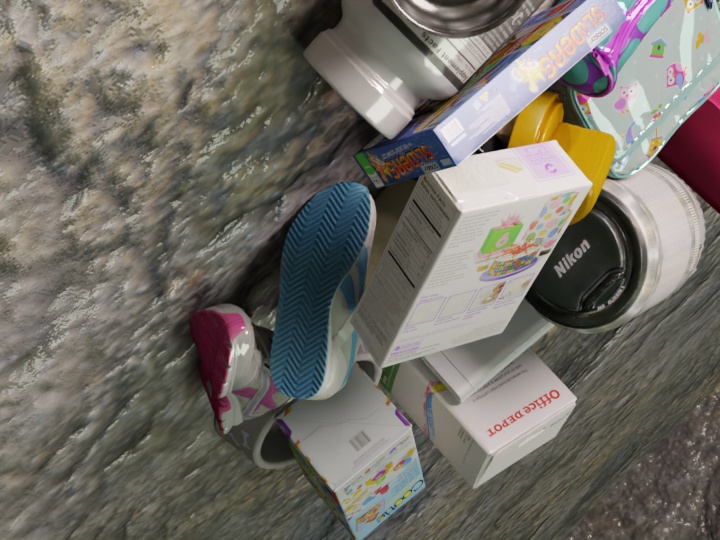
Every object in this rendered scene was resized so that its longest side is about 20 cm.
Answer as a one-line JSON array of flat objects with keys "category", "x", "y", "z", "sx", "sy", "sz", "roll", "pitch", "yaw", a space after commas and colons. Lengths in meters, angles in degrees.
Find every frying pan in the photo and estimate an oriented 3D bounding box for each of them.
[{"category": "frying pan", "x": 0.030, "y": -0.217, "z": 0.875, "sx": 0.189, "sy": 0.031, "sz": 0.116, "roll": 3, "pitch": 110, "yaw": -12}]

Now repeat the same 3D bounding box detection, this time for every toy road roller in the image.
[{"category": "toy road roller", "x": 0.151, "y": -0.075, "z": 1.210, "sx": 0.201, "sy": 0.145, "sz": 0.123, "roll": 91, "pitch": 23, "yaw": -45}]

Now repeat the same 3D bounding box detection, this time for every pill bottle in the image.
[{"category": "pill bottle", "x": 0.058, "y": -0.201, "z": 0.967, "sx": 0.200, "sy": 0.116, "sz": 0.116, "roll": -46, "pitch": 156, "yaw": 9}]

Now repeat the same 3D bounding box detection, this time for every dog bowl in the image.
[{"category": "dog bowl", "x": -0.060, "y": 0.135, "z": 1.414, "sx": 0.200, "sy": 0.059, "sz": 0.200, "roll": -35, "pitch": 155, "yaw": -19}]

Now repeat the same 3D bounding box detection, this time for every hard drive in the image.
[{"category": "hard drive", "x": 0.147, "y": 0.037, "z": 1.474, "sx": 0.200, "sy": 0.132, "sz": 0.027, "roll": -39, "pitch": 156, "yaw": -9}]

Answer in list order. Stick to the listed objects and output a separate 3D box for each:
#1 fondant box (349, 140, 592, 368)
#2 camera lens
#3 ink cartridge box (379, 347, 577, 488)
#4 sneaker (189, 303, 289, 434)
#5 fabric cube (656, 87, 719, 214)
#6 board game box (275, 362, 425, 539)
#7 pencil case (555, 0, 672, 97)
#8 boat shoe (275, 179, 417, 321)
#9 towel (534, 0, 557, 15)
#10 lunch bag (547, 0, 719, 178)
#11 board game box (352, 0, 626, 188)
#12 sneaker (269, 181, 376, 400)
[{"category": "fondant box", "x": 0.091, "y": -0.012, "z": 1.114, "sx": 0.144, "sy": 0.058, "sz": 0.200, "roll": -13, "pitch": 146, "yaw": -34}, {"category": "camera lens", "x": 0.257, "y": -0.029, "z": 1.351, "sx": 0.200, "sy": 0.160, "sz": 0.160, "roll": -19, "pitch": 148, "yaw": -56}, {"category": "ink cartridge box", "x": 0.129, "y": 0.132, "z": 1.521, "sx": 0.144, "sy": 0.200, "sz": 0.084, "roll": -26, "pitch": 151, "yaw": -31}, {"category": "sneaker", "x": -0.104, "y": 0.081, "z": 1.217, "sx": 0.088, "sy": 0.082, "sz": 0.200, "roll": -20, "pitch": 159, "yaw": -12}, {"category": "fabric cube", "x": 0.431, "y": -0.203, "z": 1.432, "sx": 0.199, "sy": 0.196, "sz": 0.200, "roll": -38, "pitch": 156, "yaw": -10}, {"category": "board game box", "x": -0.007, "y": 0.196, "z": 1.397, "sx": 0.105, "sy": 0.103, "sz": 0.200, "roll": -37, "pitch": 155, "yaw": -12}, {"category": "pencil case", "x": 0.238, "y": -0.248, "z": 1.150, "sx": 0.085, "sy": 0.092, "sz": 0.200, "roll": 46, "pitch": 73, "yaw": -30}, {"category": "boat shoe", "x": 0.002, "y": 0.002, "z": 1.266, "sx": 0.201, "sy": 0.074, "sz": 0.063, "roll": -47, "pitch": 148, "yaw": -1}, {"category": "towel", "x": 0.098, "y": -0.201, "z": 1.128, "sx": 0.200, "sy": 0.034, "sz": 0.133, "roll": -34, "pitch": 154, "yaw": -17}, {"category": "lunch bag", "x": 0.271, "y": -0.197, "z": 1.262, "sx": 0.200, "sy": 0.077, "sz": 0.161, "roll": -44, "pitch": 126, "yaw": -11}, {"category": "board game box", "x": 0.100, "y": -0.143, "z": 1.026, "sx": 0.200, "sy": 0.035, "sz": 0.135, "roll": -41, "pitch": -166, "yaw": -22}, {"category": "sneaker", "x": -0.029, "y": 0.018, "z": 1.189, "sx": 0.081, "sy": 0.076, "sz": 0.201, "roll": 19, "pitch": 86, "yaw": -68}]
